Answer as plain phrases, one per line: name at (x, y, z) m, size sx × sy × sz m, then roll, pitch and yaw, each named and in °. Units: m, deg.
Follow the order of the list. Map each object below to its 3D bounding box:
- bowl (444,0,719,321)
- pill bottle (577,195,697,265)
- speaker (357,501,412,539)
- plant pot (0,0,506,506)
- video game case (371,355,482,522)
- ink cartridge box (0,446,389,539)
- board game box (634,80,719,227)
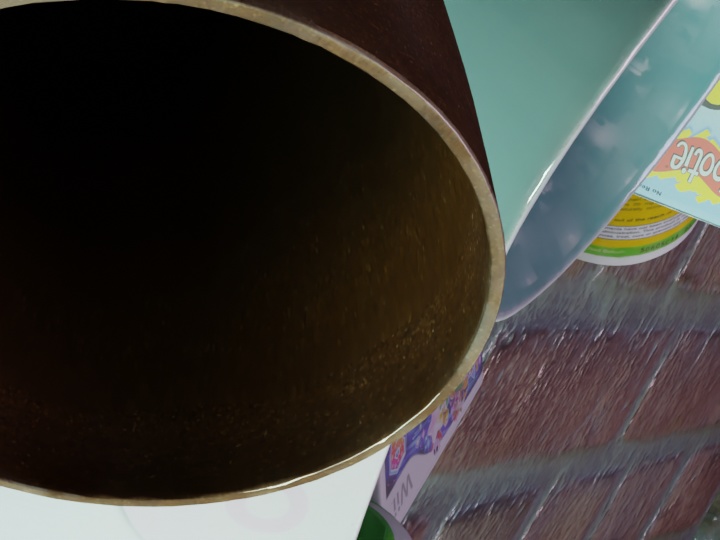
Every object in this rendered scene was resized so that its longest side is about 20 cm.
bowl at (0.067, -0.092, 0.918) m, size 0.201 × 0.105 × 0.201 m, roll -50°, pitch 169°, yaw -13°
pill bottle at (0.141, -0.101, 1.357) m, size 0.111 × 0.111 × 0.200 m, roll -49°, pitch 161°, yaw -29°
speaker at (-0.016, 0.163, 1.154) m, size 0.089 × 0.088 × 0.200 m, roll -63°, pitch -177°, yaw 13°
plant pot at (-0.056, -0.073, 0.701) m, size 0.188 × 0.186 × 0.201 m, roll 103°, pitch -9°, yaw -47°
video game case at (0.027, 0.014, 1.258) m, size 0.143 × 0.018 × 0.201 m, roll -56°, pitch 151°, yaw -48°
ink cartridge box at (-0.092, 0.106, 0.938) m, size 0.057 × 0.162 × 0.201 m, roll -116°, pitch -137°, yaw -68°
board game box at (0.174, -0.130, 1.111) m, size 0.105 × 0.102 × 0.201 m, roll -60°, pitch 170°, yaw -62°
